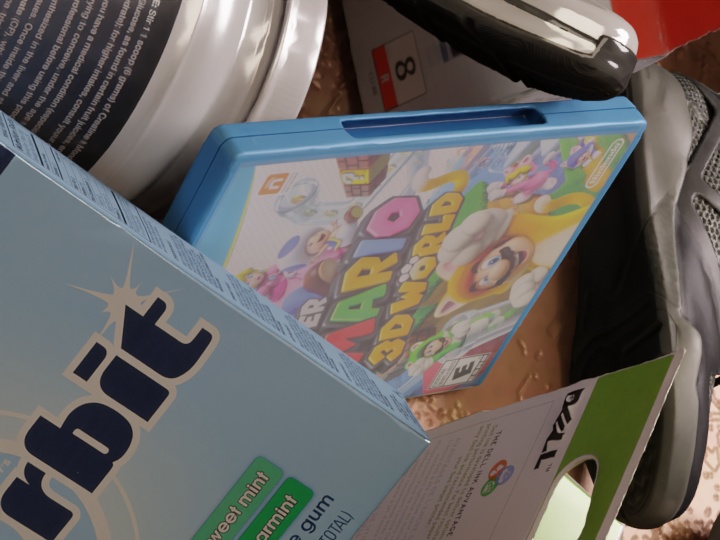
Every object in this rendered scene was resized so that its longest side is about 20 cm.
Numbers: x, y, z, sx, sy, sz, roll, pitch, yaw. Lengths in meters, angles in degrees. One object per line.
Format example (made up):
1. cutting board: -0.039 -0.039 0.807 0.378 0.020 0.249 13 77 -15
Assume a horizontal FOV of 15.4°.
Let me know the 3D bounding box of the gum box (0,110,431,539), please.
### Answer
1. gum box: -0.107 0.060 0.854 0.200 0.045 0.170 36 98 -22

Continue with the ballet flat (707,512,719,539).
1. ballet flat: 0.137 0.170 1.064 0.200 0.067 0.046 -57 141 -38

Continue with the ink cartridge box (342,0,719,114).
1. ink cartridge box: 0.064 -0.146 1.011 0.050 0.200 0.163 -3 77 -38

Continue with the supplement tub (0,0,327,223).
1. supplement tub: -0.126 -0.100 0.891 0.200 0.140 0.141 23 63 -30

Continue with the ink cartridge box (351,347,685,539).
1. ink cartridge box: 0.042 0.124 0.909 0.076 0.200 0.148 41 55 -20

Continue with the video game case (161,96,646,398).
1. video game case: 0.000 0.000 0.955 0.200 0.143 0.018 -7 49 -42

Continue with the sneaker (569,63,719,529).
1. sneaker: 0.145 0.013 1.103 0.114 0.076 0.200 14 62 -27

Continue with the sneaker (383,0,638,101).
1. sneaker: 0.035 -0.150 0.964 0.115 0.200 0.076 -56 157 -2
